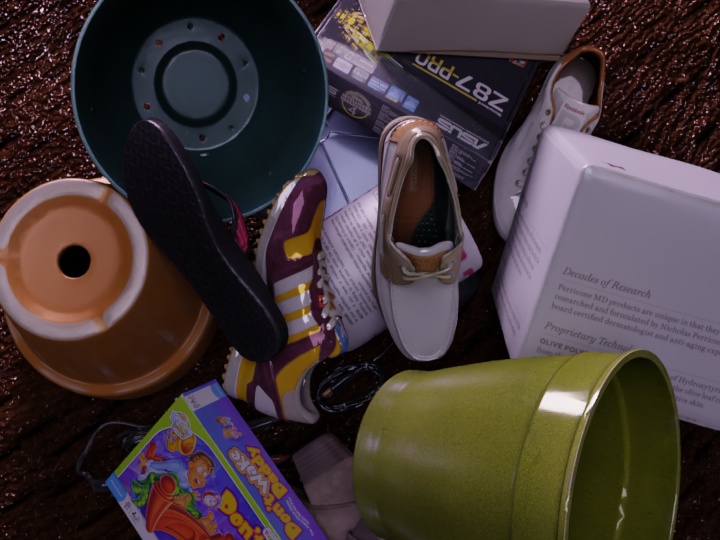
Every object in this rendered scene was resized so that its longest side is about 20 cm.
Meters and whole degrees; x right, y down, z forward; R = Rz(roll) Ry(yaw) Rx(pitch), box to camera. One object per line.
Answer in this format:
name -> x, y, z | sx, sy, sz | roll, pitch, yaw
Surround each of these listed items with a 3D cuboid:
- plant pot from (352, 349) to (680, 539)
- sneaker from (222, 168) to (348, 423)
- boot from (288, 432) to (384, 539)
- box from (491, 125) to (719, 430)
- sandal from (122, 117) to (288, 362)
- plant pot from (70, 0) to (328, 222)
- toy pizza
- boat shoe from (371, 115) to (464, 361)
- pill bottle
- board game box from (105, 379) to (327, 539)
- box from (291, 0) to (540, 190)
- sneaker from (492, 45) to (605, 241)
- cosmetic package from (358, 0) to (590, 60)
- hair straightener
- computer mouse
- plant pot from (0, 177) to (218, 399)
plant pot -> 0.103, 0.147, 0.654 | 0.190, 0.199, 0.204 | 5, 78, 38
sneaker -> -0.042, 0.023, 0.732 | 0.089, 0.075, 0.203 | 20, 106, 13
boot -> -0.045, 0.241, 0.770 | 0.199, 0.070, 0.148 | -40, 69, 25
box -> 0.231, -0.003, 0.766 | 0.196, 0.199, 0.174 | 15, 107, -2
sandal -> -0.114, -0.024, 0.695 | 0.045, 0.074, 0.202 | -42, 105, -47
plant pot -> -0.137, -0.154, 0.774 | 0.197, 0.161, 0.205 | -3, 103, -12
toy pizza -> -0.043, -0.132, 0.887 | 0.196, 0.032, 0.204 | 0, 80, -1
boat shoe -> 0.045, -0.017, 0.725 | 0.073, 0.068, 0.204 | -9, 105, -4
pill bottle -> 0.000, 0.000, 0.820 | 0.198, 0.113, 0.114 | -32, 83, 3
board game box -> -0.110, 0.212, 0.746 | 0.201, 0.045, 0.135 | 52, 121, 13
box -> 0.055, -0.187, 0.857 | 0.198, 0.049, 0.162 | 30, 55, 1
sneaker -> 0.179, -0.123, 0.866 | 0.072, 0.085, 0.203 | 20, 85, 0
cosmetic package -> 0.101, -0.260, 0.846 | 0.196, 0.073, 0.105 | -2, 57, -21
hair straightener -> -0.167, 0.157, 0.839 | 0.196, 0.041, 0.078 | -11, 81, 1
computer mouse -> 0.036, 0.061, 0.858 | 0.059, 0.034, 0.200 | 45, 83, 4
plant pot -> -0.226, 0.006, 0.782 | 0.196, 0.183, 0.204 | 0, 81, -2
